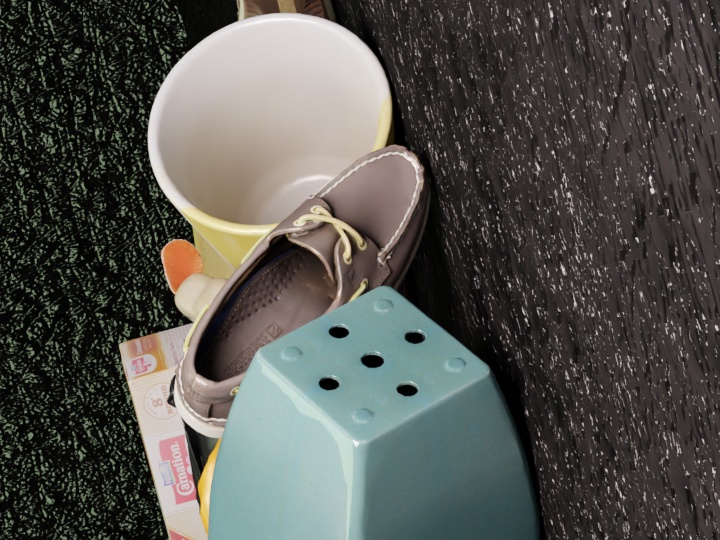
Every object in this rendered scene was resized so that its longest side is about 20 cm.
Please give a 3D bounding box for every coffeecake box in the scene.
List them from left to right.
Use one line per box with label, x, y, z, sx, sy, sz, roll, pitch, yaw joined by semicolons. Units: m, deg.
coffeecake box;-0.059;0.107;1.623;0.073;0.198;0.155;-118;14;-66

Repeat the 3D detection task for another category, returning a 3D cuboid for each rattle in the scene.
rattle;-0.084;0.072;1.346;0.199;0.130;0.144;24;94;42

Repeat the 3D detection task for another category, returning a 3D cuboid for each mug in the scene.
mug;-0.042;-0.038;1.376;0.153;0.148;0.188;69;-158;-61

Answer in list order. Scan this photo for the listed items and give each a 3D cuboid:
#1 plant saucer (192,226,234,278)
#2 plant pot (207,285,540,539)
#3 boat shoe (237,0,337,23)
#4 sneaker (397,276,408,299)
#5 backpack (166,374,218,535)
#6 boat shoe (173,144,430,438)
plant saucer;-0.069;-0.015;1.870;0.200;0.048;0.201;34;141;42
plant pot;0.007;0.123;1.186;0.141;0.141;0.201;39;143;37
boat shoe;-0.049;-0.181;1.504;0.203;0.074;0.075;92;177;-51
sneaker;0.000;0.000;1.526;0.087;0.073;0.201;61;-169;-47
backpack;-0.038;0.151;1.456;0.167;0.126;0.201;-134;31;-56
boat shoe;-0.027;0.003;1.216;0.072;0.200;0.060;38;160;11
